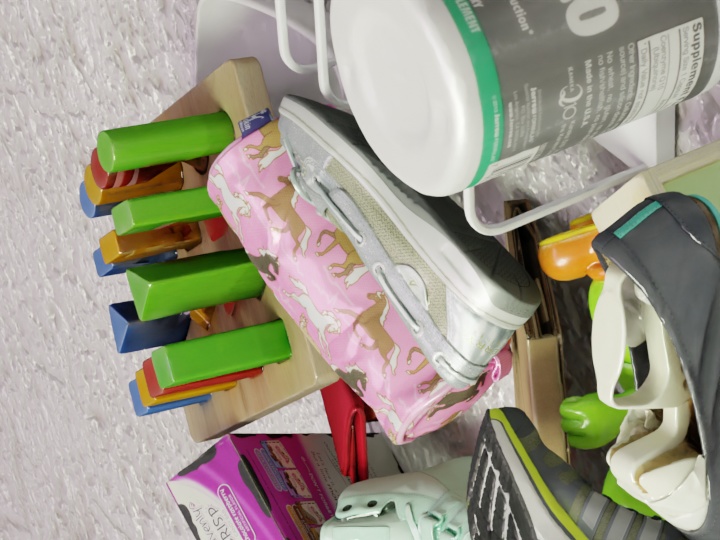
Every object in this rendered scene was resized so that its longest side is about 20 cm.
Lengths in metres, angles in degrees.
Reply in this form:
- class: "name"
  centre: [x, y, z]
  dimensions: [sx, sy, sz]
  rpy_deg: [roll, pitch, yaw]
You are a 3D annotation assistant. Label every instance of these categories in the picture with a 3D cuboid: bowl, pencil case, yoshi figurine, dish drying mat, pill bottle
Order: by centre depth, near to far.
- class: "pill bottle"
  centre: [0.097, -0.117, 1.235]
  dimensions: [0.113, 0.200, 0.113]
  rpy_deg: [46, 149, 39]
- class: "yoshi figurine"
  centre: [0.145, 0.068, 1.423]
  dimensions: [0.200, 0.112, 0.112]
  rpy_deg: [67, 164, -4]
- class: "pencil case"
  centre: [0.000, 0.000, 1.523]
  dimensions: [0.200, 0.083, 0.087]
  rpy_deg: [54, 150, 16]
- class: "bowl"
  centre: [-0.026, -0.066, 1.670]
  dimensions: [0.200, 0.075, 0.200]
  rpy_deg: [34, 129, 55]
- class: "dish drying mat"
  centre: [-0.021, 0.051, 1.767]
  dimensions: [0.200, 0.018, 0.077]
  rpy_deg: [-105, 10, -50]

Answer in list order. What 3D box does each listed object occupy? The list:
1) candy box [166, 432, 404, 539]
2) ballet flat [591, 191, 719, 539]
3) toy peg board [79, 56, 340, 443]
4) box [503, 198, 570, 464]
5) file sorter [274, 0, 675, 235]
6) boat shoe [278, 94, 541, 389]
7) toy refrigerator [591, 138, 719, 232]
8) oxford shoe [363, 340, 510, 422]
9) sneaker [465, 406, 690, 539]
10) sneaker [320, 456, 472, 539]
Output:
- class: "candy box"
  centre: [-0.022, 0.174, 1.763]
  dimensions: [0.061, 0.200, 0.136]
  rpy_deg: [-38, 70, 23]
- class: "ballet flat"
  centre: [0.141, 0.061, 1.275]
  dimensions: [0.073, 0.073, 0.200]
  rpy_deg: [28, 135, 55]
- class: "toy peg board"
  centre: [-0.118, -0.002, 1.684]
  dimensions: [0.199, 0.098, 0.200]
  rpy_deg: [-29, 74, 61]
- class: "box"
  centre: [0.099, 0.084, 1.531]
  dimensions: [0.164, 0.021, 0.200]
  rpy_deg: [-96, 0, -63]
- class: "file sorter"
  centre: [0.053, -0.130, 1.414]
  dimensions: [0.200, 0.124, 0.139]
  rpy_deg: [43, 146, 45]
- class: "boat shoe"
  centre: [0.013, -0.022, 1.434]
  dimensions: [0.202, 0.074, 0.065]
  rpy_deg: [46, 109, 35]
- class: "toy refrigerator"
  centre: [0.196, 0.038, 1.317]
  dimensions: [0.200, 0.076, 0.070]
  rpy_deg: [65, 156, 8]
- class: "oxford shoe"
  centre: [0.032, 0.039, 1.675]
  dimensions: [0.073, 0.071, 0.200]
  rpy_deg: [70, 157, 8]
- class: "sneaker"
  centre: [0.115, 0.138, 1.344]
  dimensions: [0.200, 0.081, 0.074]
  rpy_deg: [56, 144, 41]
- class: "sneaker"
  centre: [0.039, 0.172, 1.627]
  dimensions: [0.200, 0.118, 0.074]
  rpy_deg: [-107, 6, -75]
